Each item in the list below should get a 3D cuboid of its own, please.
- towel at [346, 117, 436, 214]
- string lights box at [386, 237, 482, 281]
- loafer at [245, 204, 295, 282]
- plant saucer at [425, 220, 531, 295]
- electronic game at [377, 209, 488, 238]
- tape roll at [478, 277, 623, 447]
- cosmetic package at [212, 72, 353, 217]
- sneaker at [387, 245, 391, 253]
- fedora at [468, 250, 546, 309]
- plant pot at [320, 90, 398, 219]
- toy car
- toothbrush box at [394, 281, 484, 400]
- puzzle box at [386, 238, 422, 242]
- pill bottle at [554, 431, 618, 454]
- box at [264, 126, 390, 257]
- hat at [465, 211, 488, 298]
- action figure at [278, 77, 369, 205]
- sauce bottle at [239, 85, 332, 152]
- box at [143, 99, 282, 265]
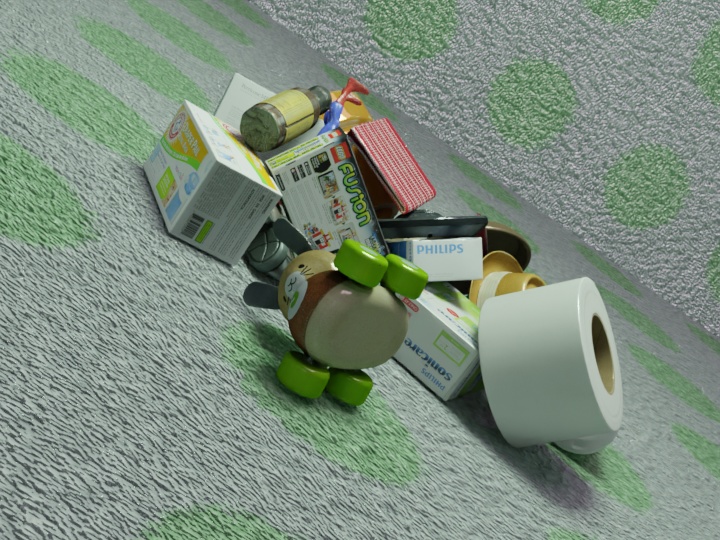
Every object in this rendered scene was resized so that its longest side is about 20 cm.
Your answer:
[{"bbox_3d":[0.047,-0.153,1.791,0.145,0.022,0.200,55,18,0],"label":"towel"},{"bbox_3d":[0.097,-0.015,1.757,0.101,0.060,0.200,-2,0,-12],"label":"string lights box"},{"bbox_3d":[-0.126,-0.048,1.626,0.063,0.071,0.201,50,11,-37],"label":"loafer"},{"bbox_3d":[0.175,-0.022,1.980,0.199,0.199,0.030,24,47,-39],"label":"plant saucer"},{"bbox_3d":[0.084,-0.066,1.765,0.197,0.042,0.200,-3,1,0],"label":"electronic game"},{"bbox_3d":[0.251,0.121,1.612,0.202,0.137,0.206,-12,90,-67],"label":"tape roll"},{"bbox_3d":[-0.125,-0.163,1.749,0.198,0.152,0.052,28,-10,-11],"label":"cosmetic package"},{"bbox_3d":[0.000,0.000,1.738,0.079,0.078,0.200,20,16,-11],"label":"sneaker"},{"bbox_3d":[0.235,0.069,1.833,0.081,0.204,0.199,-8,-18,39],"label":"fedora"},{"bbox_3d":[-0.039,-0.138,1.879,0.184,0.200,0.200,58,21,18],"label":"plant pot"},{"bbox_3d":[-0.054,0.025,1.370,0.199,0.166,0.157,34,10,37],"label":"toy car"},{"bbox_3d":[0.116,0.092,1.685,0.145,0.087,0.199,40,16,18],"label":"toothbrush box"},{"bbox_3d":[0.100,-0.033,2.072,0.199,0.026,0.132,25,-3,-40],"label":"puzzle box"},{"bbox_3d":[0.325,0.186,1.818,0.113,0.114,0.200,36,14,1],"label":"pill bottle"},{"bbox_3d":[-0.039,-0.073,1.602,0.035,0.109,0.202,54,-14,57],"label":"box"},{"bbox_3d":[0.228,0.036,1.935,0.165,0.177,0.199,40,15,21],"label":"hat"},{"bbox_3d":[-0.054,-0.167,1.664,0.052,0.201,0.065,39,-20,-8],"label":"action figure"},{"bbox_3d":[-0.093,-0.209,1.657,0.064,0.065,0.200,38,27,8],"label":"sauce bottle"},{"bbox_3d":[-0.191,-0.115,1.560,0.101,0.113,0.200,28,15,-31],"label":"box"}]
